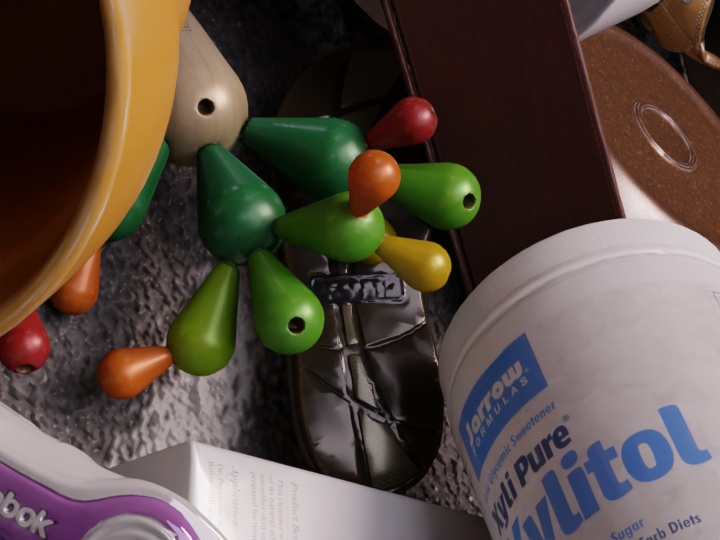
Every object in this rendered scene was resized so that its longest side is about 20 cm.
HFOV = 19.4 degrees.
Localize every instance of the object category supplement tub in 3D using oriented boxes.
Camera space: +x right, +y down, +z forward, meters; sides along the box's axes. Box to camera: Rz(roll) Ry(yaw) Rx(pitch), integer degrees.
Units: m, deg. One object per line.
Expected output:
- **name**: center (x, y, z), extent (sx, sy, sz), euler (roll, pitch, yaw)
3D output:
- **supplement tub**: center (0.115, 0.092, 0.772), extent (0.132, 0.132, 0.200), euler (23, 31, -36)

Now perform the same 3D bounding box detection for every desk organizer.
- **desk organizer**: center (0.064, -0.091, 0.850), extent (0.072, 0.077, 0.200), euler (-41, 118, -57)

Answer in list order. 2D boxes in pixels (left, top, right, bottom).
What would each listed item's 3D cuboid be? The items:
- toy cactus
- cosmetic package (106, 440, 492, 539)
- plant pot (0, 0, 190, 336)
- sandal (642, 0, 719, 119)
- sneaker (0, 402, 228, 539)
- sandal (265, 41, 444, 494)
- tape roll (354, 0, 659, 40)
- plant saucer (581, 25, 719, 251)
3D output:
- **toy cactus**: center (-0.057, -0.040, 0.809), extent (0.200, 0.102, 0.165), euler (-18, 57, -11)
- **cosmetic package**: center (-0.012, 0.143, 0.801), extent (0.200, 0.081, 0.113), euler (22, 61, -38)
- **plant pot**: center (-0.137, -0.088, 0.665), extent (0.200, 0.200, 0.183), euler (60, 20, -8)
- **sandal**: center (0.171, -0.156, 1.084), extent (0.054, 0.082, 0.201), euler (-9, 82, -27)
- **sneaker**: center (-0.104, 0.087, 0.697), extent (0.200, 0.100, 0.075), euler (40, 82, 1)
- **sandal**: center (0.000, 0.000, 0.879), extent (0.081, 0.055, 0.201), euler (0, 73, -12)
- **tape roll**: center (0.060, -0.193, 0.912), extent (0.071, 0.202, 0.203), euler (-29, 95, -46)
- **plant saucer**: center (0.133, -0.054, 0.995), extent (0.200, 0.037, 0.201), euler (33, 33, -26)
